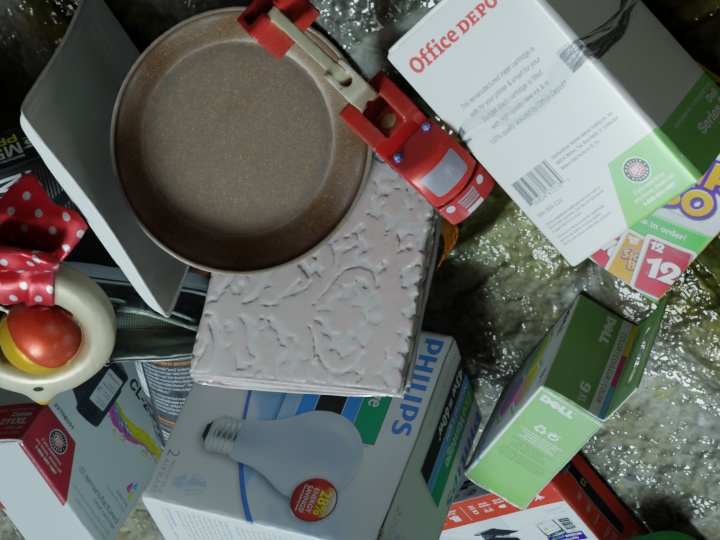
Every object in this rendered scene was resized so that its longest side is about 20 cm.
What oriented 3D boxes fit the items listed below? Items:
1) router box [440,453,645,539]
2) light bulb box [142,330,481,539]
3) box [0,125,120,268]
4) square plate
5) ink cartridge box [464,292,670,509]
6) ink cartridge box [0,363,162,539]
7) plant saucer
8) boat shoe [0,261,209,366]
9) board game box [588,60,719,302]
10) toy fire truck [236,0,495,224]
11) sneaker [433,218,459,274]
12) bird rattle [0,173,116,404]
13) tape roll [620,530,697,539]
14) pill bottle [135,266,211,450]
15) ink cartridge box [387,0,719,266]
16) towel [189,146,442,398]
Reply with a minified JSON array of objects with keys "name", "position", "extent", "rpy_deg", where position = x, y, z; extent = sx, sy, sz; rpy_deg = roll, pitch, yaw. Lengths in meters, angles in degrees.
[{"name":"router box","position":[0.155,0.247,1.768],"extent":[0.199,0.049,0.180],"rpy_deg":[-23,115,45]},{"name":"light bulb box","position":[-0.033,0.147,1.581],"extent":[0.198,0.199,0.125],"rpy_deg":[9,148,22]},{"name":"box","position":[-0.279,-0.022,1.611],"extent":[0.201,0.159,0.044],"rpy_deg":[86,159,-47]},{"name":"square plate","position":[-0.186,-0.091,1.543],"extent":[0.028,0.199,0.201],"rpy_deg":[-21,118,24]},{"name":"ink cartridge box","position":[0.160,0.092,1.569],"extent":[0.059,0.104,0.200],"rpy_deg":[31,140,-3]},{"name":"ink cartridge box","position":[-0.250,0.137,1.808],"extent":[0.082,0.201,0.146],"rpy_deg":[-9,125,35]},{"name":"plant saucer","position":[-0.091,-0.098,1.518],"extent":[0.200,0.201,0.037],"rpy_deg":[43,178,-13]},{"name":"boat shoe","position":[-0.208,0.039,1.605],"extent":[0.198,0.071,0.073],"rpy_deg":[-4,130,-9]},{"name":"board game box","position":[0.223,-0.061,1.440],"extent":[0.095,0.030,0.200],"rpy_deg":[34,137,0]},{"name":"toy fire truck","position":[0.003,-0.124,1.439],"extent":[0.141,0.049,0.200],"rpy_deg":[41,-176,-41]},{"name":"sneaker","position":[0.000,0.000,1.610],"extent":[0.092,0.076,0.200],"rpy_deg":[41,138,-4]},{"name":"bird rattle","position":[-0.261,0.027,1.534],"extent":[0.163,0.113,0.200],"rpy_deg":[32,115,-31]},{"name":"tape roll","position":[0.252,0.320,1.661],"extent":[0.048,0.201,0.201],"rpy_deg":[-20,118,45]},{"name":"pill bottle","position":[-0.145,0.069,1.744],"extent":[0.105,0.107,0.201],"rpy_deg":[12,135,23]},{"name":"ink cartridge box","position":[0.138,-0.124,1.365],"extent":[0.200,0.084,0.145],"rpy_deg":[48,140,-5]},{"name":"towel","position":[-0.030,-0.003,1.545],"extent":[0.189,0.202,0.032],"rpy_deg":[4,163,28]}]
